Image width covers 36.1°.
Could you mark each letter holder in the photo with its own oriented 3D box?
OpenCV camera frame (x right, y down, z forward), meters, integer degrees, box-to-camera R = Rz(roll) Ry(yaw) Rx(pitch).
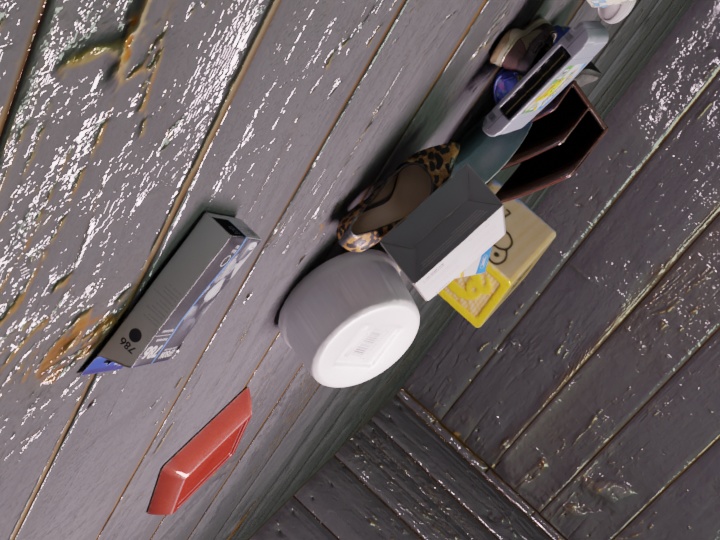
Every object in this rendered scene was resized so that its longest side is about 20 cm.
[{"bbox_3d":[0.275,-0.200,1.795,0.199,0.101,0.142,-19,-154,54],"label":"letter holder"}]

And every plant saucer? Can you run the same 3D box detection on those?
[{"bbox_3d":[-0.252,0.303,1.783,0.199,0.037,0.201,-43,168,-35],"label":"plant saucer"},{"bbox_3d":[0.189,-0.194,1.744,0.201,0.039,0.202,-46,-165,16],"label":"plant saucer"}]

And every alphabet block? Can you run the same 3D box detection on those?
[{"bbox_3d":[0.272,-0.037,2.397,0.200,0.195,0.197,-41,166,-35],"label":"alphabet block"}]

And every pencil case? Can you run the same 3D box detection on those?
[{"bbox_3d":[0.281,-0.314,1.719,0.077,0.088,0.200,3,-147,42],"label":"pencil case"}]

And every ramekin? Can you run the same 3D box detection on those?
[{"bbox_3d":[-0.010,0.076,1.588,0.198,0.098,0.202,-23,146,-17],"label":"ramekin"}]

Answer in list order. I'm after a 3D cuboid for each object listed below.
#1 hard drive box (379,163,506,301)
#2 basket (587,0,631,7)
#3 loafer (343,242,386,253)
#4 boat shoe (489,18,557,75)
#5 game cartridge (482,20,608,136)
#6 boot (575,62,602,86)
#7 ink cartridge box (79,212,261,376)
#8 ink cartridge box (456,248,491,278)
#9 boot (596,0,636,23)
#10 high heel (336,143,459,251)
[{"bbox_3d":[0.116,-0.045,1.499,0.155,0.077,0.200,-41,168,1],"label":"hard drive box"},{"bbox_3d":[0.357,-0.422,1.393,0.197,0.141,0.176,-20,179,17],"label":"basket"},{"bbox_3d":[0.000,0.000,1.674,0.200,0.076,0.068,-41,173,9],"label":"loafer"},{"bbox_3d":[0.246,-0.314,1.588,0.072,0.065,0.200,-53,169,28],"label":"boat shoe"},{"bbox_3d":[0.263,-0.269,1.557,0.200,0.041,0.133,-45,174,28],"label":"game cartridge"},{"bbox_3d":[0.372,-0.346,2.078,0.132,0.070,0.199,-51,160,27],"label":"boot"},{"bbox_3d":[-0.181,0.034,1.069,0.201,0.039,0.099,-50,171,8],"label":"ink cartridge box"},{"bbox_3d":[0.151,-0.052,1.803,0.199,0.067,0.118,-10,118,-59],"label":"ink cartridge box"},{"bbox_3d":[0.398,-0.457,1.757,0.095,0.073,0.201,-38,158,-25],"label":"boot"},{"bbox_3d":[0.055,-0.099,1.465,0.200,0.072,0.143,-42,178,10],"label":"high heel"}]
